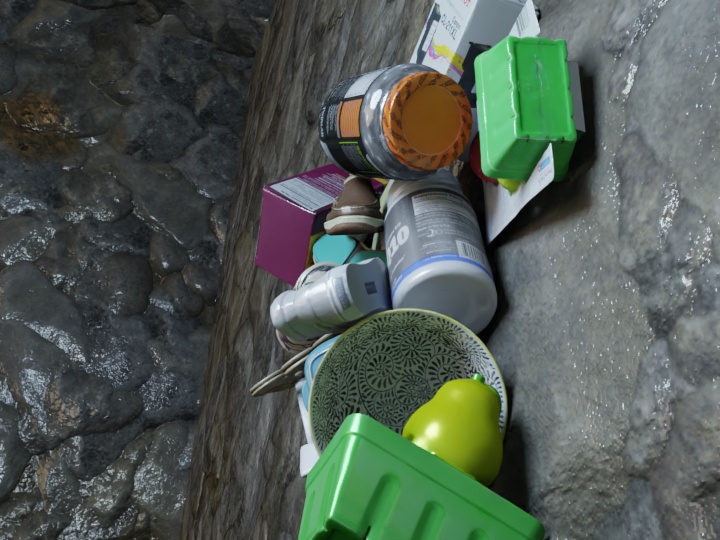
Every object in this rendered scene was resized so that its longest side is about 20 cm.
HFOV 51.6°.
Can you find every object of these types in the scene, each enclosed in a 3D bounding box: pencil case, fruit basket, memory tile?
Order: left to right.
[{"bbox_3d":[-0.064,0.121,1.010,0.153,0.017,0.200,-36,-9,5],"label":"memory tile"},{"bbox_3d":[-0.058,0.055,0.995,0.200,0.088,0.079,125,133,-66],"label":"pencil case"},{"bbox_3d":[0.061,0.198,0.679,0.217,0.213,0.156,-94,25,-42],"label":"fruit basket"},{"bbox_3d":[0.160,-0.143,0.772,0.200,0.092,0.188,96,173,-73],"label":"fruit basket"}]

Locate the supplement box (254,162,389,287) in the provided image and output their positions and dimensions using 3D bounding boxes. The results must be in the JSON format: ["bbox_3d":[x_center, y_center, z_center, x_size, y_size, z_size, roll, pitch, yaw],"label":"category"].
[{"bbox_3d":[-0.057,-0.076,1.145,0.199,0.102,0.132,-29,-41,-49],"label":"supplement box"}]

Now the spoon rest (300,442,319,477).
[{"bbox_3d":[0.010,0.257,0.828,0.060,0.201,0.100,-27,34,15],"label":"spoon rest"}]

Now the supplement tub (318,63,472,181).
[{"bbox_3d":[0.036,-0.164,0.835,0.200,0.121,0.124,23,100,66],"label":"supplement tub"}]

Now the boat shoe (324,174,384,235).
[{"bbox_3d":[-0.009,-0.084,0.939,0.202,0.074,0.076,-84,-9,-86],"label":"boat shoe"}]

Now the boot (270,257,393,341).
[{"bbox_3d":[-0.024,0.032,0.793,0.200,0.094,0.075,13,-120,-71],"label":"boot"}]

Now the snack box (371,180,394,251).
[{"bbox_3d":[0.046,-0.065,1.054,0.200,0.037,0.118,126,154,-79],"label":"snack box"}]

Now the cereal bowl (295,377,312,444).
[{"bbox_3d":[-0.026,0.237,1.009,0.200,0.082,0.203,165,90,-84],"label":"cereal bowl"}]

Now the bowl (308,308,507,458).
[{"bbox_3d":[0.046,0.135,0.775,0.094,0.198,0.204,-108,32,-86],"label":"bowl"}]

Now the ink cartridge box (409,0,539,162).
[{"bbox_3d":[0.125,-0.265,0.940,0.146,0.082,0.202,-103,31,-54],"label":"ink cartridge box"}]

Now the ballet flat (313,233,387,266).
[{"bbox_3d":[0.000,0.000,0.985,0.068,0.062,0.199,-47,31,-11],"label":"ballet flat"}]

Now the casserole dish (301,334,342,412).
[{"bbox_3d":[0.018,0.119,0.862,0.039,0.198,0.123,37,-147,-72],"label":"casserole dish"}]

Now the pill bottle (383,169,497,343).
[{"bbox_3d":[0.084,-0.025,0.849,0.201,0.112,0.114,-94,25,-49],"label":"pill bottle"}]
